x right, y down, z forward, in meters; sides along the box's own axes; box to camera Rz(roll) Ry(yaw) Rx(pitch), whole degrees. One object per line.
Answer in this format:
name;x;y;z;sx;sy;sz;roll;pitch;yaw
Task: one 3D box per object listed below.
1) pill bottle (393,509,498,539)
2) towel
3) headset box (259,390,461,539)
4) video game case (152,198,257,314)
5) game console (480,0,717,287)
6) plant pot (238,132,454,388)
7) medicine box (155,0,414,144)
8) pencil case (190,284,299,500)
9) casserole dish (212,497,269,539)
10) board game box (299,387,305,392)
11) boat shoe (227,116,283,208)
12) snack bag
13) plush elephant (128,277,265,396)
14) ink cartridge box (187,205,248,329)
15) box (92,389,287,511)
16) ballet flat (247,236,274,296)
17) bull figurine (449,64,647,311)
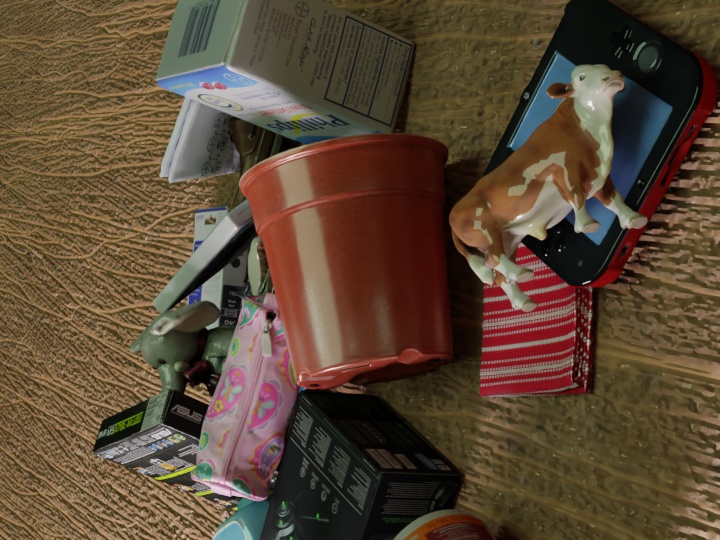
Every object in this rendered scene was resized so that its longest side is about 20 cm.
pill bottle;0.100;0.290;1.069;0.200;0.109;0.110;48;124;53
towel;0.146;0.005;1.143;0.144;0.022;0.202;-11;74;59
headset box;-0.009;0.242;1.280;0.174;0.092;0.201;36;114;56
video game case;-0.130;-0.047;1.496;0.023;0.182;0.200;48;137;1
game console;0.180;-0.104;1.068;0.177;0.031;0.201;45;116;43
plant pot;0.000;0.000;1.245;0.200;0.200;0.197;-26;69;54
medicine box;-0.079;-0.213;1.394;0.182;0.199;0.104;3;75;59
pencil case;-0.103;0.121;1.325;0.087;0.087;0.201;16;88;59
casserole dish;-0.111;0.342;1.446;0.121;0.039;0.201;-42;60;50
board game box;-0.044;0.034;1.445;0.158;0.039;0.201;128;144;-48
boat shoe;-0.121;-0.162;1.569;0.072;0.068;0.201;-112;40;-77
snack bag;-0.152;-0.201;1.566;0.021;0.188;0.201;26;105;17
plush elephant;-0.174;0.102;1.486;0.165;0.154;0.202;129;139;-70
ink cartridge box;-0.179;0.023;1.673;0.099;0.039;0.202;1;85;59
box;-0.166;0.199;1.458;0.200;0.192;0.048;-27;44;55
ballet flat;-0.075;-0.033;1.394;0.068;0.075;0.201;32;110;62
bull figurine;0.147;-0.064;1.028;0.200;0.065;0.122;-45;50;36
